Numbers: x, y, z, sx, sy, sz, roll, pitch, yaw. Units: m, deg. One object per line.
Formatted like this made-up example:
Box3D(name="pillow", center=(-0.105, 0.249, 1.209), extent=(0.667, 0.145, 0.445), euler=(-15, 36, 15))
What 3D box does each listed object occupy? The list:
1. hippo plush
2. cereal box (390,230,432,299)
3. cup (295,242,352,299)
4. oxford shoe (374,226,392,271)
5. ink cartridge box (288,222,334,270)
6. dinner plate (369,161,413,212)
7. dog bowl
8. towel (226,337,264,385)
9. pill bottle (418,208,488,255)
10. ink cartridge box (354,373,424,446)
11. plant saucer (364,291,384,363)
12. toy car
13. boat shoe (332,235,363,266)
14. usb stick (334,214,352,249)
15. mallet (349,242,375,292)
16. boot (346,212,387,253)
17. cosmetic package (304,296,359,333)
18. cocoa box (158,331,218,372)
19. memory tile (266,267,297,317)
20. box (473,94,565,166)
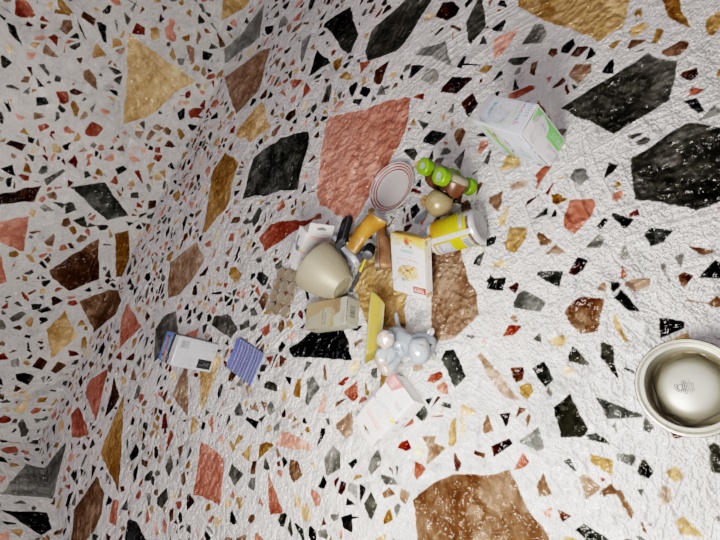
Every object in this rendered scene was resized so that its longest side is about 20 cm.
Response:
Box3D(name="hippo plush", center=(0.146, 0.243, 1.534), extent=(0.161, 0.200, 0.160), euler=(8, 107, 20))
Box3D(name="cereal box", center=(0.161, -0.019, 1.610), extent=(0.144, 0.039, 0.200), euler=(15, 117, 45))
Box3D(name="cup", center=(-0.112, 0.020, 1.827), extent=(0.143, 0.200, 0.200), euler=(37, 99, 23))
Box3D(name="oxford shoe", center=(0.088, -0.089, 1.773), extent=(0.071, 0.071, 0.200), euler=(-3, 64, 9))
Box3D(name="ink cartridge box", center=(-0.186, -0.100, 1.940), extent=(0.067, 0.117, 0.200), euler=(45, 121, 45))
Box3D(name="dinner plate", center=(0.115, -0.300, 1.852), extent=(0.200, 0.024, 0.200), euler=(-17, 62, 36))
Box3D(name="dog bowl", center=(0.691, 0.247, 1.062), extent=(0.200, 0.074, 0.200), euler=(-17, 62, 37))
Box3D(name="towel", center=(-0.481, 0.373, 2.110), extent=(0.200, 0.024, 0.145), euler=(19, 87, 45))
Box3D(name="pill bottle", center=(0.280, -0.112, 1.562), extent=(0.200, 0.109, 0.109), euler=(-16, 62, 37))
Box3D(name="ink cartridge box", center=(0.085, 0.428, 1.542), extent=(0.200, 0.067, 0.117), euler=(-50, 47, 12))
Box3D(name="plant saucer", center=(0.046, 0.187, 1.629), extent=(0.048, 0.200, 0.200), euler=(5, 72, 0))
Box3D(name="toy car", center=(0.243, -0.232, 1.625), extent=(0.158, 0.164, 0.200), euler=(44, 116, 43))
Box3D(name="boat shoe", center=(-0.039, -0.085, 1.875), extent=(0.066, 0.070, 0.200), euler=(-33, 35, -8))
Box3D(name="usb stick", center=(-0.061, -0.143, 1.880), extent=(0.055, 0.033, 0.200), euler=(-41, 20, 28))
Box3D(name="mallet", center=(0.000, 0.000, 1.775), extent=(0.066, 0.041, 0.200), euler=(-72, 5, -66))
Box3D(name="boot", center=(0.016, -0.120, 1.733), extent=(0.144, 0.071, 0.201), euler=(-59, 14, -3))
Box3D(name="cosmetic package", center=(-0.103, 0.160, 1.821), extent=(0.200, 0.071, 0.105), euler=(-14, 64, 38))
Box3D(name="cocoa box", center=(-0.756, 0.358, 2.241), extent=(0.131, 0.200, 0.134), euler=(8, 79, 45))
Box3D(name="memory tile", center=(-0.316, 0.088, 2.085), extent=(0.153, 0.017, 0.200), euler=(8, 79, 44))
Box3D(name="box", center=(0.455, -0.399, 1.461), extent=(0.176, 0.200, 0.097), euler=(33, 96, 46))
